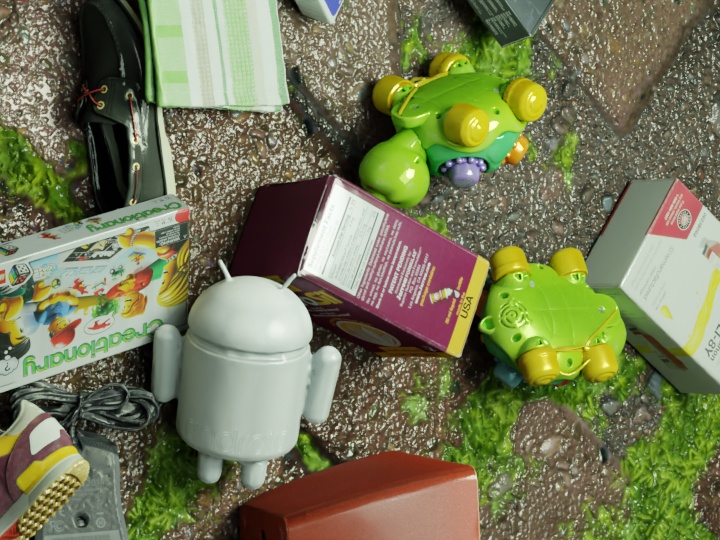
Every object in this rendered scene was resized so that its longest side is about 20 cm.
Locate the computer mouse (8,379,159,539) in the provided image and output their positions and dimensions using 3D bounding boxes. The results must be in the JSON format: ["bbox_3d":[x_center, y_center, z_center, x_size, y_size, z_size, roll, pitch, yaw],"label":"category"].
[{"bbox_3d":[-0.246,0.200,1.652,0.137,0.053,0.202,4,78,-24],"label":"computer mouse"}]

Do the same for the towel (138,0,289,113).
[{"bbox_3d":[-0.136,-0.218,1.704,0.199,0.030,0.151,-6,90,-58],"label":"towel"}]

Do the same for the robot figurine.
[{"bbox_3d":[-0.103,0.092,1.692,0.168,0.113,0.202,6,108,-6],"label":"robot figurine"}]

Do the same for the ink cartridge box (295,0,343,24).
[{"bbox_3d":[-0.028,-0.363,1.751,0.199,0.047,0.200,-65,157,-16],"label":"ink cartridge box"}]

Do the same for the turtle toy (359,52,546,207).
[{"bbox_3d":[0.080,-0.130,1.830,0.199,0.145,0.102,-26,125,-31],"label":"turtle toy"}]

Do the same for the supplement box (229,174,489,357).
[{"bbox_3d":[0.000,0.000,1.773,0.199,0.130,0.104,28,74,-29],"label":"supplement box"}]

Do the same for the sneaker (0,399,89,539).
[{"bbox_3d":[-0.323,0.199,1.584,0.200,0.075,0.090,-41,72,-4],"label":"sneaker"}]

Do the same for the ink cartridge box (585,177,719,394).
[{"bbox_3d":[0.344,0.019,2.034,0.200,0.083,0.146,41,67,-26],"label":"ink cartridge box"}]

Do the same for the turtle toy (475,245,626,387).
[{"bbox_3d":[0.196,0.059,1.920,0.198,0.101,0.147,1,62,-33],"label":"turtle toy"}]

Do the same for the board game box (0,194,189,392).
[{"bbox_3d":[-0.239,0.019,1.638,0.199,0.035,0.127,-19,127,-33],"label":"board game box"}]

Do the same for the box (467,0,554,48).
[{"bbox_3d":[0.132,-0.352,1.903,0.200,0.043,0.161,51,50,-22],"label":"box"}]

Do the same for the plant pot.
[{"bbox_3d":[-0.008,0.279,1.736,0.174,0.200,0.202,-2,90,-21],"label":"plant pot"}]

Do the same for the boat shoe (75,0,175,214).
[{"bbox_3d":[-0.215,-0.144,1.664,0.063,0.073,0.204,-19,104,-41],"label":"boat shoe"}]
